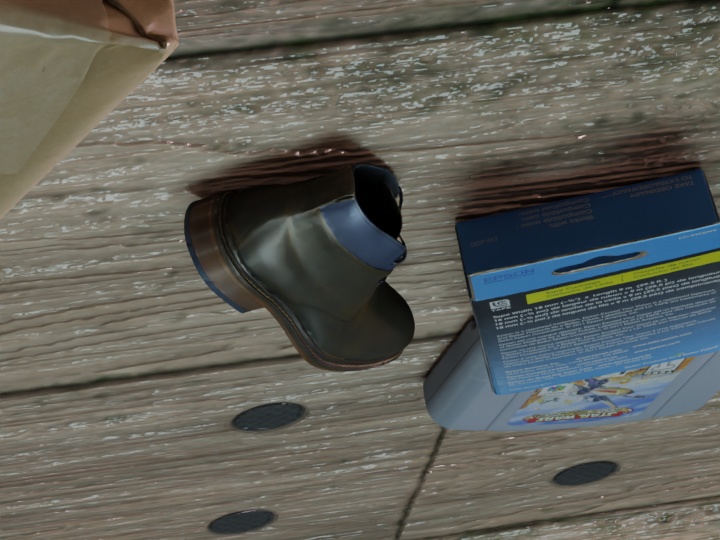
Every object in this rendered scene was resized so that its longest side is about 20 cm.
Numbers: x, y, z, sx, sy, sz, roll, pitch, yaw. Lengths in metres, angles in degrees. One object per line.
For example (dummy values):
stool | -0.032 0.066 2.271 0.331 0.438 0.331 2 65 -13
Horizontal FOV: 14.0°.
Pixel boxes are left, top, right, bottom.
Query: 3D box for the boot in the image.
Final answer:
boot | 0.000 0.000 1.568 0.097 0.075 0.200 -20 154 26

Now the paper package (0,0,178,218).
paper package | -0.162 -0.119 1.055 0.103 0.191 0.200 9 149 -32

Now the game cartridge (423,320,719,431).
game cartridge | 0.147 0.060 1.832 0.199 0.042 0.133 -3 152 -20

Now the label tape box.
label tape box | 0.130 -0.003 1.638 0.144 0.064 0.200 -12 157 2
